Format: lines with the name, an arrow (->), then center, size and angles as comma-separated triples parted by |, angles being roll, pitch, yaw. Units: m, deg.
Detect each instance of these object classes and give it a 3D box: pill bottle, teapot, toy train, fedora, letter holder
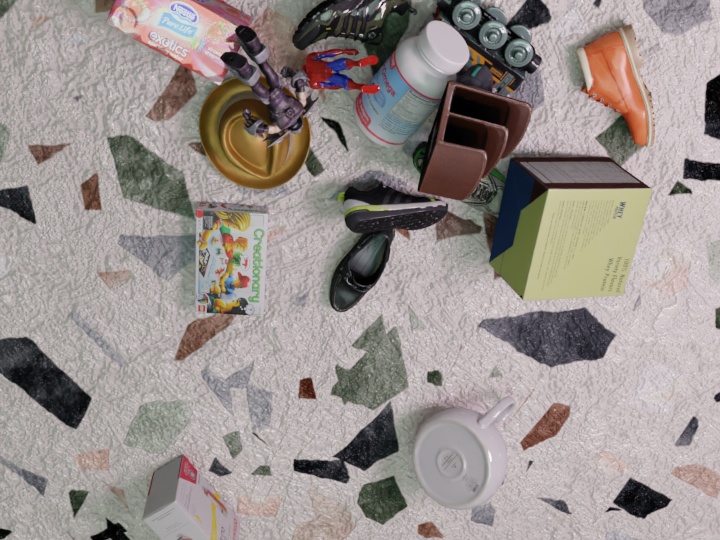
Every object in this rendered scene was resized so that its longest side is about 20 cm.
pill bottle -> 0.080, -0.291, 1.647 | 0.108, 0.110, 0.200 | 30, 135, -15
teapot -> 0.202, 0.342, 1.988 | 0.197, 0.145, 0.201 | -7, 92, 33
toy train -> 0.189, -0.358, 1.671 | 0.198, 0.086, 0.114 | 31, 122, -16
fedora -> -0.174, -0.215, 1.727 | 0.197, 0.082, 0.204 | 0, 117, -1
letter holder -> 0.176, -0.186, 1.620 | 0.140, 0.200, 0.102 | 14, 73, -1

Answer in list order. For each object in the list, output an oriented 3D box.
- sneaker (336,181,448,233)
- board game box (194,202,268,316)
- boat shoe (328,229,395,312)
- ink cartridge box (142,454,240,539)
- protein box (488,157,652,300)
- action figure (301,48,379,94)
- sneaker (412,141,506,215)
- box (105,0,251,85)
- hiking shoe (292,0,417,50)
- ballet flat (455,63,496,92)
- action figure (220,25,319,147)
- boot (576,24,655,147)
sneaker -> 0.057, -0.118, 1.789 | 0.197, 0.084, 0.072 | -4, 155, -24
board game box -> -0.227, -0.018, 1.852 | 0.124, 0.035, 0.203 | 3, 116, -3
boat shoe -> 0.002, 0.001, 1.850 | 0.074, 0.066, 0.200 | 30, 112, -16
ink cartridge box -> -0.321, 0.483, 2.039 | 0.083, 0.146, 0.201 | -30, 114, 12
protein box -> 0.345, -0.072, 1.755 | 0.197, 0.135, 0.202 | -2, 118, -21
action figure -> -0.017, -0.312, 1.649 | 0.098, 0.199, 0.066 | -13, 109, -33
sneaker -> 0.177, -0.140, 1.774 | 0.197, 0.086, 0.079 | 23, 115, -13
box -> -0.278, -0.388, 1.632 | 0.198, 0.095, 0.103 | 28, 112, -14
hiking shoe -> -0.011, -0.386, 1.651 | 0.198, 0.076, 0.101 | -29, 111, 11
ballet flat -> 0.182, -0.262, 1.663 | 0.072, 0.074, 0.200 | -8, 160, 2
action figure -> -0.139, -0.278, 1.628 | 0.131, 0.069, 0.201 | -53, 139, -17
boot -> 0.418, -0.287, 1.720 | 0.106, 0.075, 0.203 | -18, 107, 11
